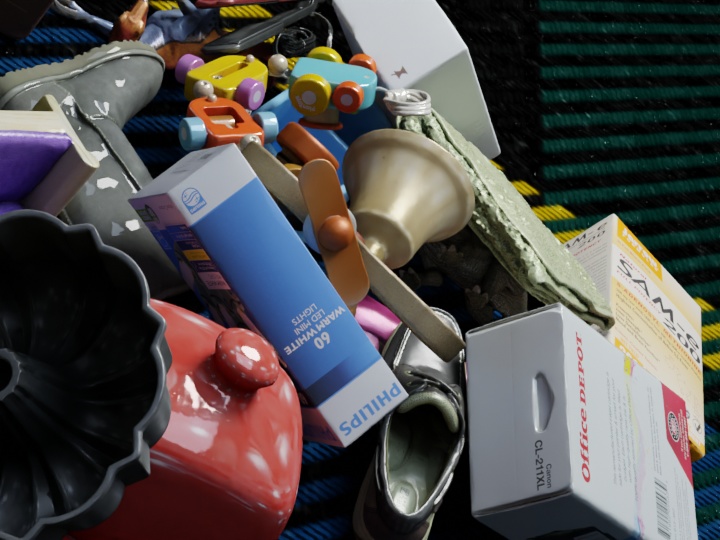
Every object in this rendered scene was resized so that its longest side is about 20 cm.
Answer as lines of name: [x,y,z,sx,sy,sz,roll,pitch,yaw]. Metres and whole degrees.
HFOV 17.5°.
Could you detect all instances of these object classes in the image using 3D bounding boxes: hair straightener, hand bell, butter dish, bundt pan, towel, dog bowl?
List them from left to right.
bundt pan: [-0.194,0.071,1.325,0.202,0.202,0.076,61,2,26]
butter dish: [-0.105,0.092,1.425,0.199,0.148,0.200,31,33,-23]
hair straightener: [-0.070,-0.183,1.830,0.200,0.041,0.077,-26,111,-67]
dog bowl: [-0.038,-0.095,1.827,0.111,0.050,0.200,45,30,2]
hand bell: [0.000,0.000,1.656,0.104,0.104,0.200,38,46,-10]
towel: [0.112,-0.039,1.790,0.200,0.036,0.148,52,10,30]

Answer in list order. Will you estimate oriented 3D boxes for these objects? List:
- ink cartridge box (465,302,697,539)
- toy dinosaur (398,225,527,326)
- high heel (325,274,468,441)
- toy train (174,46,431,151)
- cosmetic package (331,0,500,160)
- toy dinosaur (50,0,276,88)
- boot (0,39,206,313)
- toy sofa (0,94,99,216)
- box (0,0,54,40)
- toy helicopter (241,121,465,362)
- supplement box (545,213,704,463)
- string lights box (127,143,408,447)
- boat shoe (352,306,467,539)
ink cartridge box: [0.158,0.131,1.665,0.200,0.083,0.146,36,46,-48]
toy dinosaur: [0.092,-0.001,1.842,0.200,0.077,0.102,39,38,-3]
high heel: [0.053,0.065,1.725,0.200,0.067,0.096,13,52,-22]
toy train: [-0.056,-0.109,1.703,0.200,0.056,0.150,-8,32,-30]
cosmetic package: [0.047,-0.152,1.878,0.101,0.071,0.200,58,-2,23]
toy dinosaur: [-0.133,-0.183,1.773,0.200,0.105,0.182,38,35,-15]
boot: [-0.155,-0.060,1.626,0.200,0.073,0.182,47,43,17]
toy sofa: [-0.261,-0.052,1.478,0.200,0.083,0.098,-3,53,-51]
box: [-0.250,-0.313,1.693,0.166,0.200,0.164,32,33,-18]
toy helicopter: [-0.004,-0.014,1.563,0.200,0.079,0.132,44,-5,-4]
supplement box: [0.213,0.065,1.885,0.126,0.074,0.200,45,28,-23]
string lights box: [-0.060,0.016,1.521,0.059,0.103,0.200,-38,101,-16]
boat shoe: [0.044,0.105,1.612,0.072,0.066,0.201,22,54,-10]
